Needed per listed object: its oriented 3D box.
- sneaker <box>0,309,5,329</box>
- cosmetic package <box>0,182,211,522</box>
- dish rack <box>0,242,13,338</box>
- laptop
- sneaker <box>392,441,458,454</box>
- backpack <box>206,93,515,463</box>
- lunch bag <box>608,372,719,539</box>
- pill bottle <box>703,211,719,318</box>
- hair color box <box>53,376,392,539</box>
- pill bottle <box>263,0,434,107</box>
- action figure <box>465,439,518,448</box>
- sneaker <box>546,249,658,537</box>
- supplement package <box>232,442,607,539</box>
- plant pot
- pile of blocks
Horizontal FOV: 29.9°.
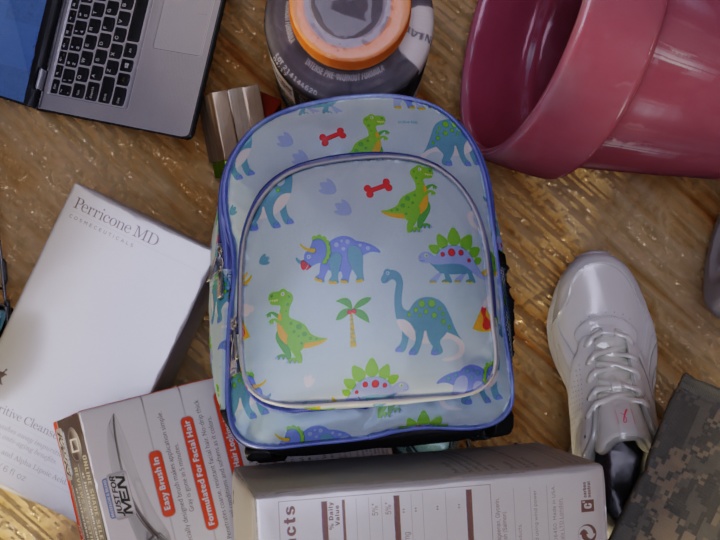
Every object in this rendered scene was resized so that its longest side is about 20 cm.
[{"bbox_3d":[-0.295,0.078,0.869,0.080,0.077,0.200,24,130,-16],"label":"sneaker"},{"bbox_3d":[-0.180,0.056,0.909,0.112,0.081,0.202,23,89,2],"label":"cosmetic package"},{"bbox_3d":[-0.319,-0.038,0.923,0.152,0.055,0.202,-7,89,-2],"label":"dish rack"},{"bbox_3d":[-0.199,-0.205,0.897,0.198,0.116,0.189,13,88,20],"label":"laptop"},{"bbox_3d":[0.019,0.042,0.904,0.079,0.096,0.202,-15,88,-2],"label":"sneaker"},{"bbox_3d":[0.000,0.000,0.786,0.181,0.147,0.202,-4,78,-6],"label":"backpack"},{"bbox_3d":[0.242,0.173,0.859,0.117,0.200,0.165,25,90,32],"label":"lunch bag"},{"bbox_3d":[0.341,0.005,0.904,0.198,0.111,0.112,16,88,-1],"label":"pill bottle"},{"bbox_3d":[-0.081,0.122,0.855,0.198,0.064,0.112,-12,85,-30],"label":"hair color box"},{"bbox_3d":[-0.007,-0.148,0.859,0.105,0.200,0.107,0,87,-1],"label":"pill bottle"},{"bbox_3d":[0.085,0.218,0.897,0.118,0.102,0.202,0,90,4],"label":"action figure"},{"bbox_3d":[0.173,0.086,0.903,0.077,0.099,0.202,-6,88,-1],"label":"sneaker"},{"bbox_3d":[0.030,0.169,0.777,0.198,0.117,0.119,-3,90,-10],"label":"supplement package"},{"bbox_3d":[0.183,-0.143,0.878,0.177,0.200,0.202,15,88,-16],"label":"plant pot"},{"bbox_3d":[-0.056,-0.038,0.916,0.062,0.082,0.202,-12,73,-16],"label":"pile of blocks"}]
